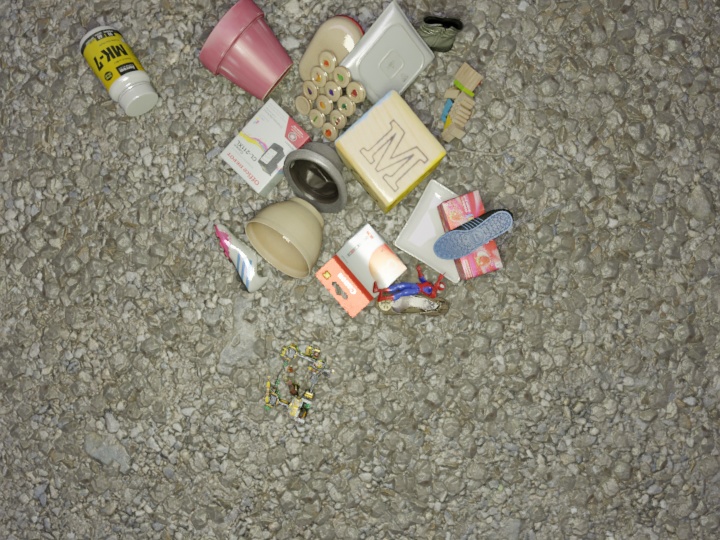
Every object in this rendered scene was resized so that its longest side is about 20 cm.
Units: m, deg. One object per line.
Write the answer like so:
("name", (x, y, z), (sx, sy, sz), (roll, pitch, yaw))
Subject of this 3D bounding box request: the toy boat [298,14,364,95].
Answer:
("toy boat", (-0.064, -0.556, 1.319), (0.130, 0.132, 0.200), (37, 131, -11))

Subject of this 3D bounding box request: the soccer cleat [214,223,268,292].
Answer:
("soccer cleat", (-0.311, -0.042, 1.356), (0.085, 0.070, 0.203), (-27, 95, -9))

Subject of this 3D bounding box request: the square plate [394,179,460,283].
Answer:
("square plate", (0.221, -0.103, 1.357), (0.198, 0.028, 0.200), (31, 91, 0))

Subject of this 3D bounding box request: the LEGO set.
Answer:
("LEGO set", (-0.170, 0.294, 1.327), (0.152, 0.116, 0.202), (30, 91, 0))

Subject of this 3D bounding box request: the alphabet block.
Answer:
("alphabet block", (0.072, -0.288, 1.284), (0.196, 0.195, 0.201), (-41, 89, 3))

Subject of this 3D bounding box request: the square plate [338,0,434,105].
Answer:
("square plate", (0.074, -0.519, 1.282), (0.200, 0.029, 0.197), (-46, 134, 12))

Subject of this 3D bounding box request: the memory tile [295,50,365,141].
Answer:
("memory tile", (-0.081, -0.435, 1.299), (0.153, 0.200, 0.017), (47, 50, 0))

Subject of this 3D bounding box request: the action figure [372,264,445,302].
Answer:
("action figure", (0.138, 0.027, 1.318), (0.196, 0.066, 0.100), (-1, 126, -23))

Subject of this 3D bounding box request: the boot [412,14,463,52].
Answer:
("boot", (0.157, -0.615, 1.308), (0.196, 0.131, 0.069), (3, 90, 0))

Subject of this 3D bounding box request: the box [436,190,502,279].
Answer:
("box", (0.272, -0.087, 1.289), (0.098, 0.095, 0.203), (-18, 91, 1))

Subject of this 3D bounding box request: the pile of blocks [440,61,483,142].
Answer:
("pile of blocks", (0.264, -0.436, 1.354), (0.061, 0.082, 0.203), (11, 103, -42))

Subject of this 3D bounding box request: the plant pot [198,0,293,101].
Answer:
("plant pot", (-0.275, -0.540, 1.294), (0.179, 0.200, 0.201), (41, 91, -16))

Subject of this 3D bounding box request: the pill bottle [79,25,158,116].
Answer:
("pill bottle", (-0.619, -0.511, 1.325), (0.114, 0.114, 0.201), (-35, 91, 1))

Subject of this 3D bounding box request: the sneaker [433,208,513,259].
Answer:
("sneaker", (0.268, -0.085, 1.212), (0.198, 0.078, 0.071), (-24, 93, 22))

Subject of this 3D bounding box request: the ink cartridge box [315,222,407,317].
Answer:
("ink cartridge box", (0.000, 0.000, 1.358), (0.200, 0.050, 0.163), (-42, 90, -2))

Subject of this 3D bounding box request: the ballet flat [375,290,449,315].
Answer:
("ballet flat", (0.137, 0.091, 1.358), (0.196, 0.046, 0.069), (6, 90, 0))

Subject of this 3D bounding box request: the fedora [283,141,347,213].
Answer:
("fedora", (-0.103, -0.250, 1.311), (0.174, 0.201, 0.091), (5, 54, 32))

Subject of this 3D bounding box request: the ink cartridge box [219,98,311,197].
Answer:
("ink cartridge box", (-0.244, -0.315, 1.339), (0.146, 0.083, 0.200), (43, 90, -1))

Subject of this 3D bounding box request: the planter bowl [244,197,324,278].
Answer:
("planter bowl", (-0.173, -0.097, 1.301), (0.199, 0.200, 0.135), (36, 64, 0))
